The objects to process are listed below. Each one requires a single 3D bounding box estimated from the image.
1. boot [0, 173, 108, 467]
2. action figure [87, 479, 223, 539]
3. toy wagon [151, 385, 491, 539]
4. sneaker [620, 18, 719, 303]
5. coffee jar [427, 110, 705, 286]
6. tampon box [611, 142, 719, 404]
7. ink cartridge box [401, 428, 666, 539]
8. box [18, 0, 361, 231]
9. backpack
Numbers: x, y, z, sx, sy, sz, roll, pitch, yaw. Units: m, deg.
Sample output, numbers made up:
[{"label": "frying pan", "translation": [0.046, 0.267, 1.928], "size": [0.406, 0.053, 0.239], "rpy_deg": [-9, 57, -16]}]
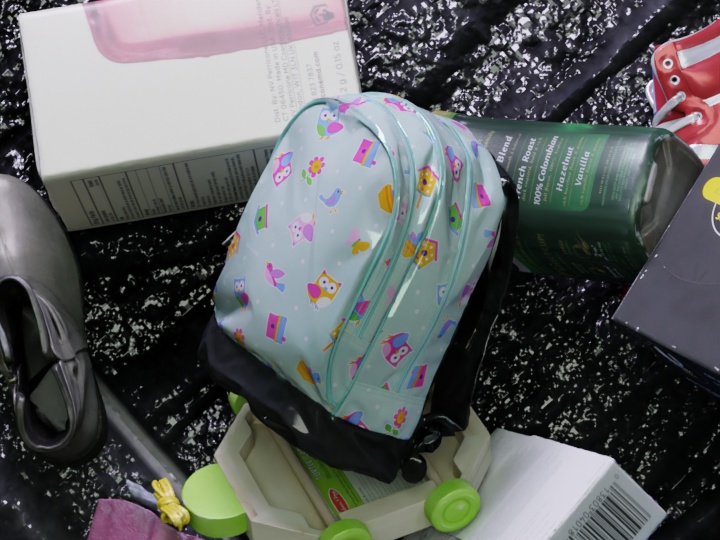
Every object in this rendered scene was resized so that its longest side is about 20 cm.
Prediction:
[{"label": "boot", "translation": [-0.200, 0.020, 1.563], "size": [0.067, 0.131, 0.201], "rpy_deg": [-19, 77, -4]}, {"label": "action figure", "translation": [-0.149, 0.235, 1.546], "size": [0.149, 0.134, 0.201], "rpy_deg": [32, 85, -28]}, {"label": "toy wagon", "translation": [-0.026, 0.116, 1.537], "size": [0.199, 0.040, 0.155], "rpy_deg": [-19, 41, -15]}, {"label": "sneaker", "translation": [0.196, -0.065, 1.605], "size": [0.112, 0.071, 0.200], "rpy_deg": [37, 78, 9]}, {"label": "coffee jar", "translation": [0.103, -0.044, 1.552], "size": [0.199, 0.104, 0.086], "rpy_deg": [6, 73, 31]}, {"label": "tampon box", "translation": [0.275, 0.041, 1.476], "size": [0.150, 0.200, 0.127], "rpy_deg": [28, 85, 50]}, {"label": "ink cartridge box", "translation": [0.093, 0.154, 1.506], "size": [0.050, 0.200, 0.109], "rpy_deg": [43, 81, -13]}, {"label": "box", "translation": [-0.099, -0.105, 1.591], "size": [0.199, 0.128, 0.110], "rpy_deg": [-9, 76, -1]}, {"label": "backpack", "translation": [0.000, 0.000, 1.479], "size": [0.167, 0.126, 0.201], "rpy_deg": [34, 103, 36]}]
